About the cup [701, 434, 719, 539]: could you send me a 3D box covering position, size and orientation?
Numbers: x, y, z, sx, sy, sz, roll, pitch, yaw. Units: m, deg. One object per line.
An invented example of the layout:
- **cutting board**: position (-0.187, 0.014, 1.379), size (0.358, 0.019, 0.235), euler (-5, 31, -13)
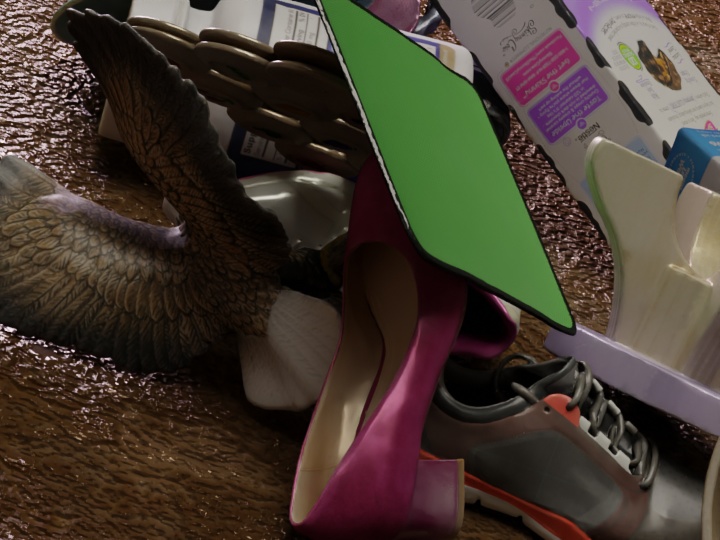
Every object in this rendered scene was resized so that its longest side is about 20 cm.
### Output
- **cup**: position (0.259, 0.122, 1.458), size (0.199, 0.201, 0.143), euler (21, -2, 3)

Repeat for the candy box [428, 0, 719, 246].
- **candy box**: position (0.147, -0.124, 1.889), size (0.200, 0.071, 0.168), euler (54, 22, 7)

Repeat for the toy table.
- **toy table**: position (0.179, 0.018, 1.596), size (0.183, 0.118, 0.200), euler (24, 3, -24)

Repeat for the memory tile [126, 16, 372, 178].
- **memory tile**: position (-0.022, -0.080, 1.575), size (0.153, 0.017, 0.200), euler (12, -13, 36)

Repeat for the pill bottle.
- **pill bottle**: position (-0.044, -0.096, 1.744), size (0.199, 0.120, 0.120), euler (15, 24, -6)

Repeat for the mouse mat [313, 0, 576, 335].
- **mouse mat**: position (0.042, -0.054, 1.500), size (0.200, 0.008, 0.162), euler (29, 37, -60)

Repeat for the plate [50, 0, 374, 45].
- **plate**: position (-0.090, -0.167, 1.826), size (0.199, 0.026, 0.200), euler (-6, -8, -1)

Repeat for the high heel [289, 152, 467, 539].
- **high heel**: position (-0.002, 0.035, 1.449), size (0.096, 0.201, 0.067), euler (7, -12, -42)

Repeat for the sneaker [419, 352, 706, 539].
- **sneaker**: position (0.108, 0.088, 1.510), size (0.199, 0.082, 0.077), euler (18, 24, -4)

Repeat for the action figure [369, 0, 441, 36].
- **action figure**: position (-0.057, -0.171, 1.958), size (0.199, 0.134, 0.150), euler (12, 51, -18)

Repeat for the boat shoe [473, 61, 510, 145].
- **boat shoe**: position (-0.006, -0.102, 1.847), size (0.198, 0.074, 0.068), euler (10, 36, -11)

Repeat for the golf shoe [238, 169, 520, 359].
- **golf shoe**: position (0.000, 0.000, 1.634), size (0.199, 0.076, 0.092), euler (9, 29, -21)

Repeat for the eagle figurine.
- **eagle figurine**: position (-0.092, -0.021, 1.529), size (0.199, 0.152, 0.151), euler (25, -18, -29)

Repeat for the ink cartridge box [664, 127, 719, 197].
- **ink cartridge box**: position (0.237, 0.016, 1.723), size (0.068, 0.116, 0.200), euler (4, 27, -31)
